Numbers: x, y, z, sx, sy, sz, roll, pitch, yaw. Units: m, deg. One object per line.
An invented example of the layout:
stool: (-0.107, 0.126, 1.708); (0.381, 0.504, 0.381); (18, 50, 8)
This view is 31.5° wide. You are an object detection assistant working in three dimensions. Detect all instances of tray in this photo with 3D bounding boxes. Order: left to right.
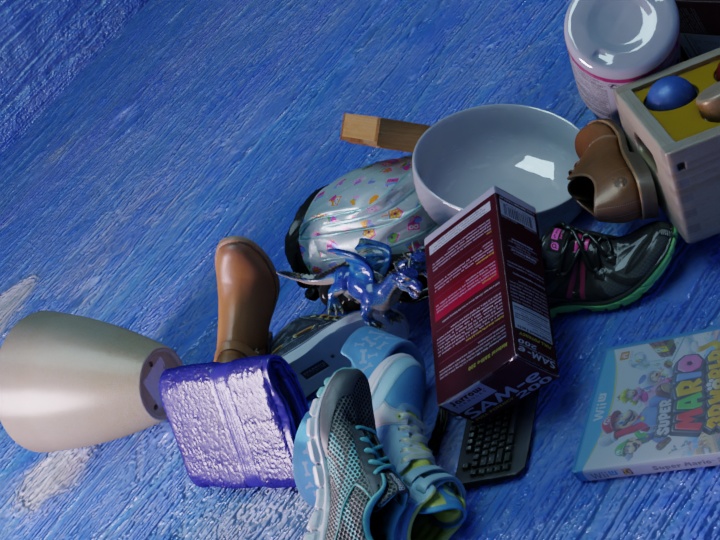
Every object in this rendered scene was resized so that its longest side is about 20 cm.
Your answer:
tray: (0.087, -0.153, 1.514); (0.099, 0.199, 0.037); (19, 101, 62)

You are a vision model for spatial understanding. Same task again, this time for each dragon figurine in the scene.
dragon figurine: (0.000, 0.000, 1.348); (0.200, 0.100, 0.059); (26, 33, 38)

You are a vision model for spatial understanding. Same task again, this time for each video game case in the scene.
video game case: (0.281, 0.106, 1.071); (0.200, 0.018, 0.143); (-16, 37, 39)

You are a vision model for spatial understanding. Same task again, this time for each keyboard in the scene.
keyboard: (0.116, 0.131, 1.239); (0.127, 0.021, 0.200); (-21, 32, 32)

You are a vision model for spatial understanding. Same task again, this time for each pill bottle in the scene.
pill bottle: (0.280, -0.221, 1.340); (0.113, 0.200, 0.114); (-3, 76, 14)

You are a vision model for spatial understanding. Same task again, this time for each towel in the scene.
towel: (-0.128, 0.164, 1.381); (0.200, 0.148, 0.049); (-10, 10, 44)

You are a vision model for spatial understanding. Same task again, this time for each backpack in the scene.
backpack: (0.016, -0.057, 1.522); (0.200, 0.127, 0.167); (-10, 37, 39)

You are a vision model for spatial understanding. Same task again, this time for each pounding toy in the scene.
pounding toy: (0.353, -0.138, 1.170); (0.184, 0.142, 0.200); (-21, 30, 4)

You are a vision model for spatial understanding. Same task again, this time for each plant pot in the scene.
plant pot: (-0.331, 0.144, 1.636); (0.199, 0.188, 0.188); (-1, 45, 31)

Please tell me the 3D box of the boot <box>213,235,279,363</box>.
boot: (-0.148, 0.077, 1.473); (0.076, 0.200, 0.155); (8, 36, 7)

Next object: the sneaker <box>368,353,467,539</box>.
sneaker: (0.054, 0.174, 1.171); (0.130, 0.079, 0.201); (-4, 67, 46)

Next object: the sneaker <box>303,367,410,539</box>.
sneaker: (0.006, 0.181, 1.110); (0.091, 0.077, 0.201); (-12, 70, 36)

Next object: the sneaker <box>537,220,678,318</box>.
sneaker: (0.215, -0.007, 1.245); (0.200, 0.084, 0.077); (-20, 34, 34)

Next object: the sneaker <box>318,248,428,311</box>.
sneaker: (0.041, 0.008, 1.407); (0.199, 0.060, 0.104); (-13, 4, 11)

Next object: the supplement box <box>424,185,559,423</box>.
supplement box: (0.122, 0.032, 1.217); (0.109, 0.061, 0.200); (-37, 40, 38)

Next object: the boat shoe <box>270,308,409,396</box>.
boat shoe: (-0.032, 0.075, 1.448); (0.200, 0.071, 0.091); (-28, 30, 23)

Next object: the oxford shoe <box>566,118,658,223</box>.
oxford shoe: (0.236, -0.101, 1.274); (0.071, 0.072, 0.200); (-14, 22, 3)

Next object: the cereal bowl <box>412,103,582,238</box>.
cereal bowl: (0.157, -0.094, 1.408); (0.199, 0.083, 0.200); (-3, 44, 3)

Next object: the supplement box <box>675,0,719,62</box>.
supplement box: (0.441, -0.296, 1.330); (0.197, 0.133, 0.200); (-47, 29, -11)

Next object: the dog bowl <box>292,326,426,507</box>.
dog bowl: (0.005, 0.147, 1.266); (0.049, 0.112, 0.200); (4, 49, 35)
